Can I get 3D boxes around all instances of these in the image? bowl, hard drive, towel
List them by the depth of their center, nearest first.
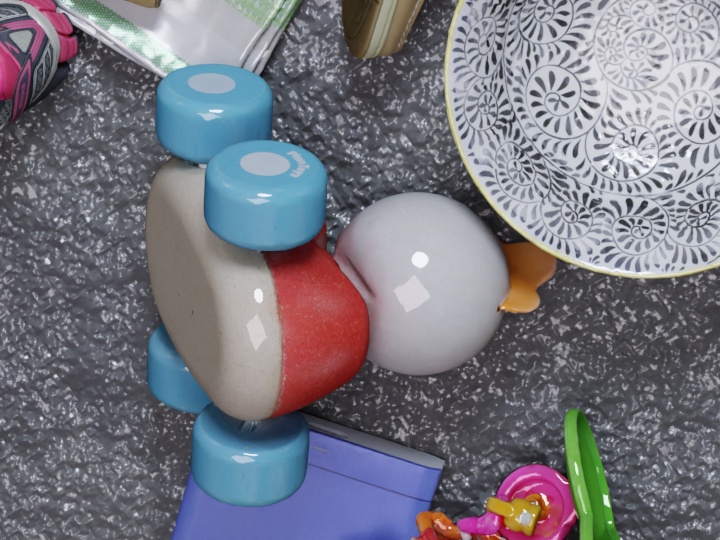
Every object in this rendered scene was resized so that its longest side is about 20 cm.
[{"bbox_3d":[0.147,-0.104,1.487,0.201,0.094,0.201,3,104,10],"label":"bowl"},{"bbox_3d":[-0.083,-0.198,1.537,0.149,0.031,0.200,31,107,0],"label":"towel"},{"bbox_3d":[-0.044,0.178,1.631,0.132,0.025,0.200,18,107,5],"label":"hard drive"}]

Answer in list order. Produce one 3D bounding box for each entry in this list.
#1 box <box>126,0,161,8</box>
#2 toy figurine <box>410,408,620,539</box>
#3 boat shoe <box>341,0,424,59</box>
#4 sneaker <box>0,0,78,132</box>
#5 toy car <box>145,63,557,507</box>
[{"bbox_3d":[-0.186,-0.223,1.485,0.200,0.021,0.164,18,139,6],"label":"box"},{"bbox_3d":[0.049,0.189,1.559,0.184,0.150,0.200,-13,80,11],"label":"toy figurine"},{"bbox_3d":[0.045,-0.195,1.494,0.066,0.074,0.200,9,117,-22],"label":"boat shoe"},{"bbox_3d":[-0.241,-0.078,1.567,0.200,0.075,0.081,-40,96,28],"label":"sneaker"},{"bbox_3d":[0.000,0.000,1.533,0.200,0.177,0.184,-6,120,-18],"label":"toy car"}]
